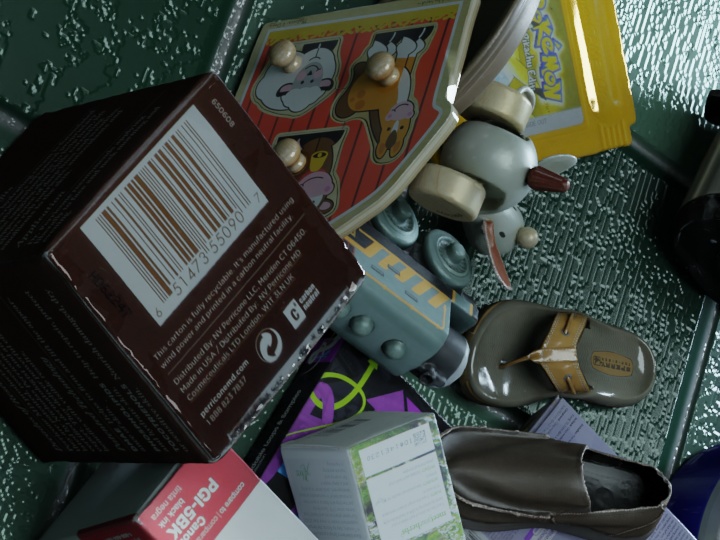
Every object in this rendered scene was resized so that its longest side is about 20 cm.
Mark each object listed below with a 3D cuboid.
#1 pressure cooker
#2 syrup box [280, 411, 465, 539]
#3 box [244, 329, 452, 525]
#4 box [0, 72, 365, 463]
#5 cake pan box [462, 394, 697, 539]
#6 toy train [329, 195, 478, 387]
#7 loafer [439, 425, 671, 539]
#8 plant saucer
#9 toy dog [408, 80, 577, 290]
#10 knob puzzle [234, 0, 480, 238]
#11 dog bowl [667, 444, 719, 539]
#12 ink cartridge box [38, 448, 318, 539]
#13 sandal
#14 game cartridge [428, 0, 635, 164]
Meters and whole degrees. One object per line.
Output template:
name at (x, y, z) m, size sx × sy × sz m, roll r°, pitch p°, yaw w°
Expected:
pressure cooker at (0.357, -0.069, 1.802) m, size 0.176 × 0.179 × 0.200 m, roll 40°, pitch 64°, yaw -25°
syrup box at (0.021, 0.200, 1.529) m, size 0.079 × 0.081 × 0.200 m, roll -19°, pitch 99°, yaw -37°
box at (-0.016, 0.160, 1.576) m, size 0.143 × 0.036 × 0.200 m, roll 45°, pitch 62°, yaw -26°
box at (-0.141, 0.004, 1.387) m, size 0.164 × 0.200 × 0.166 m, roll 52°, pitch 59°, yaw -22°
cake pan box at (0.146, 0.220, 1.645) m, size 0.184 × 0.052 × 0.200 m, roll 44°, pitch 52°, yaw -3°
toy train at (0.000, 0.000, 1.555) m, size 0.200 × 0.085 × 0.114 m, roll 38°, pitch 37°, yaw -27°
loafer at (0.130, 0.140, 1.597) m, size 0.200 × 0.071 × 0.073 m, roll 9°, pitch 59°, yaw -23°
plant saucer at (0.056, -0.161, 1.557) m, size 0.029 × 0.200 × 0.200 m, roll 36°, pitch 65°, yaw -25°
toy dog at (0.106, -0.055, 1.570) m, size 0.132 × 0.096 × 0.200 m, roll -68°, pitch 163°, yaw 8°
knob puzzle at (-0.026, -0.094, 1.488) m, size 0.030 × 0.219 × 0.220 m, roll 45°, pitch 60°, yaw -42°
dog bowl at (0.319, 0.233, 1.806) m, size 0.200 × 0.079 × 0.201 m, roll 4°, pitch 84°, yaw -38°
ink cartridge box at (-0.083, 0.203, 1.418) m, size 0.200 × 0.147 × 0.083 m, roll 48°, pitch 56°, yaw -14°
sandal at (0.155, 0.067, 1.707) m, size 0.200 × 0.055 × 0.082 m, roll 12°, pitch 78°, yaw -37°
game cartridge at (0.119, -0.164, 1.715) m, size 0.200 × 0.032 × 0.177 m, roll -15°, pitch 95°, yaw -37°
